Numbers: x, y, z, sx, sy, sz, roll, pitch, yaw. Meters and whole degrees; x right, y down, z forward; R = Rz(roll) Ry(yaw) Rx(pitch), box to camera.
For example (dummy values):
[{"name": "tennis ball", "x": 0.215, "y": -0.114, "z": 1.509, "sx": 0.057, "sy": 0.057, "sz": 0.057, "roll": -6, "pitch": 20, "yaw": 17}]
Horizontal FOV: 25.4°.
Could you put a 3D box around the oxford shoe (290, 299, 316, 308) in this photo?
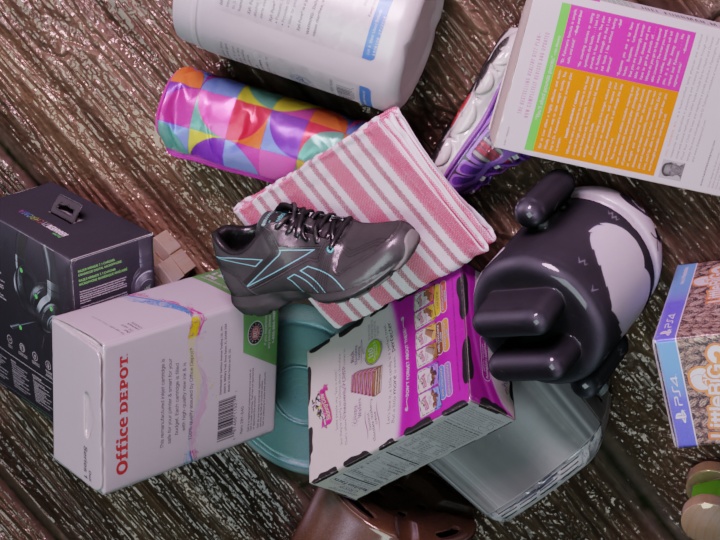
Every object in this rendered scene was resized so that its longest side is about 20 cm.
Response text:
[{"name": "oxford shoe", "x": 0.000, "y": 0.000, "z": 1.449, "sx": 0.198, "sy": 0.071, "sz": 0.073, "roll": 1, "pitch": 123, "yaw": 27}]

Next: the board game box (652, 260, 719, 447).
[{"name": "board game box", "x": 0.352, "y": 0.056, "z": 1.295, "sx": 0.198, "sy": 0.160, "sz": 0.098, "roll": -8, "pitch": 110, "yaw": 21}]

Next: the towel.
[{"name": "towel", "x": 0.001, "y": -0.040, "z": 1.357, "sx": 0.199, "sy": 0.030, "sz": 0.147, "roll": -28, "pitch": 108, "yaw": 39}]

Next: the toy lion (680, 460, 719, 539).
[{"name": "toy lion", "x": 0.408, "y": 0.246, "z": 1.423, "sx": 0.199, "sy": 0.069, "sz": 0.193, "roll": -17, "pitch": 114, "yaw": 25}]

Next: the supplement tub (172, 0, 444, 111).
[{"name": "supplement tub", "x": -0.040, "y": -0.221, "z": 1.322, "sx": 0.199, "sy": 0.132, "sz": 0.133, "roll": 21, "pitch": 118, "yaw": 9}]

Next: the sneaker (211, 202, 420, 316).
[{"name": "sneaker", "x": -0.043, "y": -0.016, "z": 1.328, "sx": 0.199, "sy": 0.076, "sz": 0.080, "roll": -14, "pitch": 115, "yaw": 34}]

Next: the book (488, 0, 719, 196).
[{"name": "book", "x": 0.216, "y": -0.145, "z": 1.283, "sx": 0.198, "sy": 0.048, "sz": 0.135, "roll": 13, "pitch": 112, "yaw": -7}]

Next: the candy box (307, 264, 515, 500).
[{"name": "candy box", "x": 0.040, "y": 0.099, "z": 1.385, "sx": 0.061, "sy": 0.137, "sz": 0.199, "roll": 26, "pitch": 138, "yaw": -36}]

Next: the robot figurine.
[{"name": "robot figurine", "x": 0.172, "y": 0.013, "z": 1.313, "sx": 0.124, "sy": 0.200, "sz": 0.151, "roll": 31, "pitch": 133, "yaw": 15}]

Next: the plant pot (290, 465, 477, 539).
[{"name": "plant pot", "x": 0.009, "y": 0.289, "z": 1.505, "sx": 0.199, "sy": 0.200, "sz": 0.199, "roll": 25, "pitch": 112, "yaw": 7}]

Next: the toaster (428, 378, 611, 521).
[{"name": "toaster", "x": 0.130, "y": 0.135, "z": 1.433, "sx": 0.129, "sy": 0.114, "sz": 0.200, "roll": 45, "pitch": 118, "yaw": -7}]

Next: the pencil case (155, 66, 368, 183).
[{"name": "pencil case", "x": -0.081, "y": -0.116, "z": 1.408, "sx": 0.199, "sy": 0.088, "sz": 0.089, "roll": 19, "pitch": 118, "yaw": 13}]

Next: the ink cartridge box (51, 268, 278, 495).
[{"name": "ink cartridge box", "x": -0.174, "y": 0.095, "z": 1.435, "sx": 0.084, "sy": 0.199, "sz": 0.146, "roll": 24, "pitch": 119, "yaw": 41}]

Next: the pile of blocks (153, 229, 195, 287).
[{"name": "pile of blocks", "x": -0.197, "y": 0.066, "z": 1.537, "sx": 0.081, "sy": 0.062, "sz": 0.202, "roll": 2, "pitch": 110, "yaw": 24}]

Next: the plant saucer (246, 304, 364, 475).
[{"name": "plant saucer", "x": -0.053, "y": 0.115, "z": 1.536, "sx": 0.198, "sy": 0.027, "sz": 0.202, "roll": 7, "pitch": 116, "yaw": 15}]

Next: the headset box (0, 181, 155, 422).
[{"name": "headset box", "x": -0.275, "y": 0.030, "z": 1.496, "sx": 0.174, "sy": 0.092, "sz": 0.202, "roll": 24, "pitch": 124, "yaw": 43}]

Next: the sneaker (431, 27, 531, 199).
[{"name": "sneaker", "x": 0.112, "y": -0.105, "z": 1.354, "sx": 0.083, "sy": 0.081, "sz": 0.201, "roll": 30, "pitch": 119, "yaw": -3}]
